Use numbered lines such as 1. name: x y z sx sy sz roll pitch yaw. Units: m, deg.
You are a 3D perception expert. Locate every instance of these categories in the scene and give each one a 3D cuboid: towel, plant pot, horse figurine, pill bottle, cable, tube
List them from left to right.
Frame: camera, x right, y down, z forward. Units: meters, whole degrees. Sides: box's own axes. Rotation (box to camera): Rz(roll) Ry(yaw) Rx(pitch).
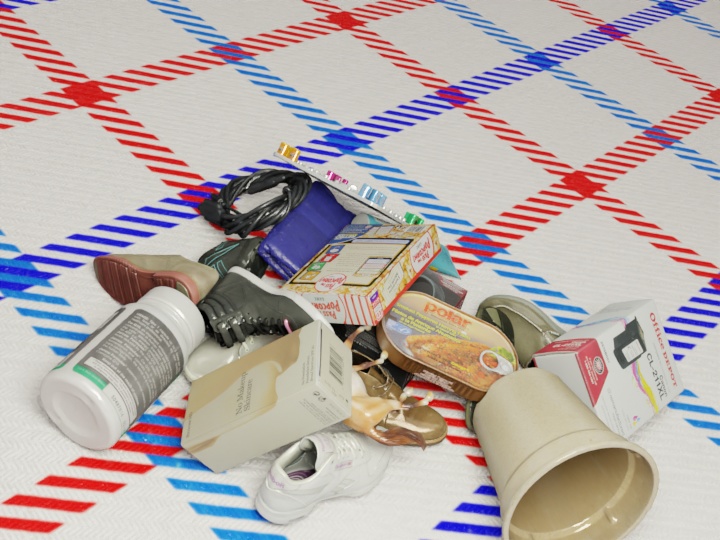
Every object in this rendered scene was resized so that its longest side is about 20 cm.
1. pill bottle: -0.283 0.112 1.106 0.112 0.114 0.200 27 42 12
2. cable: -0.148 -0.106 1.377 0.162 0.051 0.199 -28 26 -28
3. towel: -0.061 -0.036 1.373 0.147 0.050 0.200 41 40 -5
4. horse figurine: 0.002 0.147 1.118 0.132 0.050 0.200 -22 57 -30
5. tube: 0.075 -0.039 1.422 0.199 0.050 0.078 18 40 -33
6. plant pot: 0.231 0.226 1.117 0.198 0.202 0.184 -1 33 -19

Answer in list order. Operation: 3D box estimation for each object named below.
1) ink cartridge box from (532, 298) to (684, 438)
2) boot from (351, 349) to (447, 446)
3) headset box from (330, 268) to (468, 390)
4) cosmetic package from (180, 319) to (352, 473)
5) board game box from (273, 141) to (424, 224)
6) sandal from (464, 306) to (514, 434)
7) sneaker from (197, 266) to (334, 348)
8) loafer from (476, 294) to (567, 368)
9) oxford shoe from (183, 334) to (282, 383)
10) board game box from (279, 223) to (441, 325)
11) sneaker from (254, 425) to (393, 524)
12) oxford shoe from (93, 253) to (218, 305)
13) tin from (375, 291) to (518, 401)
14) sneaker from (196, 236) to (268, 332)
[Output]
1. ink cartridge box: 0.348 0.142 1.259 0.199 0.082 0.147 -25 97 -38
2. boot: 0.026 0.165 1.185 0.198 0.076 0.074 23 39 5
3. headset box: 0.051 0.059 1.309 0.148 0.078 0.200 31 44 15
4. cosmetic package: -0.109 0.150 1.065 0.071 0.199 0.106 48 26 -34
5. board game box: -0.012 -0.127 1.412 0.199 0.026 0.200 29 3 26
6. sandal: 0.178 0.145 1.270 0.079 0.057 0.202 28 49 -20
7. sneaker: -0.127 0.071 1.156 0.199 0.071 0.099 24 56 34
8. loafer: 0.256 0.106 1.327 0.199 0.076 0.070 30 38 15
9. oxford shoe: -0.156 0.090 1.219 0.075 0.058 0.199 41 48 22
10. board game box: 0.000 0.000 1.243 0.150 0.047 0.200 2 31 34
11. sneaker: -0.031 0.228 1.076 0.199 0.100 0.075 -22 52 -38
12. oxford shoe: -0.279 0.010 1.231 0.198 0.071 0.075 14 31 30
13. tin: 0.115 0.101 1.205 0.199 0.042 0.113 26 52 -3
14. sneaker: -0.201 0.019 1.286 0.078 0.076 0.200 9 35 19
